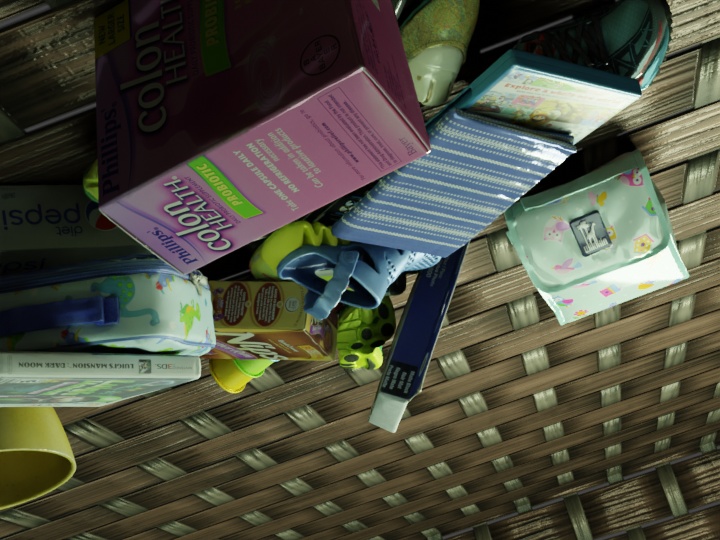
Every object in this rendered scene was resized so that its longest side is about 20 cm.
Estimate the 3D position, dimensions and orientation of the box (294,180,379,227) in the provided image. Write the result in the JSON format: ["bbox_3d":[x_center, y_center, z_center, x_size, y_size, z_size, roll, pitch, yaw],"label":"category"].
[{"bbox_3d":[0.044,-0.076,1.124,0.198,0.047,0.159,6,148,-42],"label":"box"}]

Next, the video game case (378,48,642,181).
[{"bbox_3d":[0.123,-0.119,0.968,0.141,0.018,0.200,6,155,-32],"label":"video game case"}]

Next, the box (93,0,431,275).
[{"bbox_3d":[-0.073,-0.127,0.756,0.198,0.178,0.097,-25,143,20],"label":"box"}]

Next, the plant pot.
[{"bbox_3d":[-0.417,0.164,1.210,0.197,0.144,0.201,-14,155,-7],"label":"plant pot"}]

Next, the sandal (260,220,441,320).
[{"bbox_3d":[0.000,0.000,1.088,0.197,0.088,0.080,-9,155,-34],"label":"sandal"}]

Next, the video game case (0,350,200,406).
[{"bbox_3d":[-0.263,0.097,0.965,0.180,0.024,0.199,4,165,-38],"label":"video game case"}]

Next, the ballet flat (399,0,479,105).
[{"bbox_3d":[0.039,-0.151,0.935,0.070,0.072,0.200,4,148,-40],"label":"ballet flat"}]

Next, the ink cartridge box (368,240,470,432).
[{"bbox_3d":[0.063,0.063,1.249,0.040,0.202,0.200,20,159,1],"label":"ink cartridge box"}]

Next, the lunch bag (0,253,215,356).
[{"bbox_3d":[-0.232,0.042,0.968,0.197,0.084,0.161,-9,170,12],"label":"lunch bag"}]

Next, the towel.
[{"bbox_3d":[0.078,-0.074,0.999,0.143,0.024,0.200,8,147,-33],"label":"towel"}]

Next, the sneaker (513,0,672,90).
[{"bbox_3d":[0.176,-0.171,0.969,0.095,0.080,0.199,11,144,-43],"label":"sneaker"}]

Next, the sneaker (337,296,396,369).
[{"bbox_3d":[-0.001,0.058,1.334,0.073,0.085,0.200,-2,159,-7],"label":"sneaker"}]

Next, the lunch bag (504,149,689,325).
[{"bbox_3d":[0.262,-0.041,1.259,0.168,0.124,0.200,-21,148,15],"label":"lunch bag"}]

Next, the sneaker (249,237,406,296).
[{"bbox_3d":[-0.034,-0.008,1.199,0.198,0.079,0.090,15,149,-40],"label":"sneaker"}]

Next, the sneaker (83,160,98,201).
[{"bbox_3d":[-0.142,-0.088,0.949,0.198,0.076,0.083,-6,-174,-38],"label":"sneaker"}]

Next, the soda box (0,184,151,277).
[{"bbox_3d":[-0.266,-0.032,0.987,0.197,0.064,0.068,-3,154,-29],"label":"soda box"}]

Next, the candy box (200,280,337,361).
[{"bbox_3d":[-0.133,0.054,1.193,0.196,0.057,0.117,-1,160,15],"label":"candy box"}]

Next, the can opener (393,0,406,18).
[{"bbox_3d":[-0.023,-0.159,0.886,0.062,0.080,0.201,7,140,-21],"label":"can opener"}]

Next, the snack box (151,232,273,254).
[{"bbox_3d":[-0.125,-0.035,1.005,0.071,0.025,0.200,-6,-176,7],"label":"snack box"}]

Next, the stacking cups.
[{"bbox_3d":[-0.100,0.072,1.348,0.199,0.061,0.060,-39,148,30],"label":"stacking cups"}]
